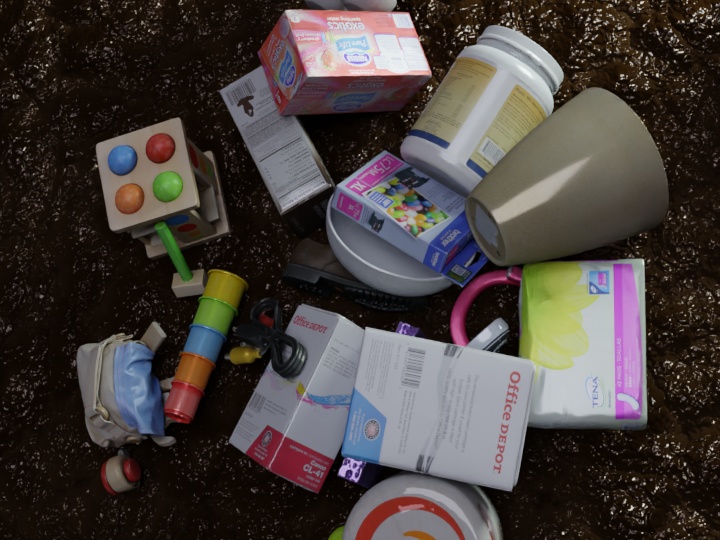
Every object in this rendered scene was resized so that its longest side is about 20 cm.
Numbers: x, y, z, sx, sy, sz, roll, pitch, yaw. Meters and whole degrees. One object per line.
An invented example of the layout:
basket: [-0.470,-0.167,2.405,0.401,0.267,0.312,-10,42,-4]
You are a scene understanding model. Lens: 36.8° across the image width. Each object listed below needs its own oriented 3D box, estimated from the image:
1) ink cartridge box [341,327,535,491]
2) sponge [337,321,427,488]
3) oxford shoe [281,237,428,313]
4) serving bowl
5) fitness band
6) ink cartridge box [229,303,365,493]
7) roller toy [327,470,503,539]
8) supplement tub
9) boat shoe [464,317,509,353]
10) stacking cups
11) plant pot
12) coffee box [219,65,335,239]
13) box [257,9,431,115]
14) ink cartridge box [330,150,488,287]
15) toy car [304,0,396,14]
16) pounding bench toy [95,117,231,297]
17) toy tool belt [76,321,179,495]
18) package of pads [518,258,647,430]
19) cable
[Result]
ink cartridge box: [0.089,0.158,1.239,0.197,0.086,0.149,11,84,4]
sponge: [0.033,0.171,1.344,0.030,0.112,0.202,20,81,17]
oxford shoe: [0.000,0.000,1.417,0.198,0.073,0.085,17,71,13]
serving bowl: [0.047,-0.034,1.382,0.197,0.066,0.201,11,40,-9]
fitness band: [0.210,0.079,1.368,0.198,0.037,0.145,25,83,18]
ink cartridge box: [-0.066,0.155,1.346,0.085,0.147,0.202,31,82,-24]
roller toy: [0.078,0.329,1.280,0.199,0.140,0.183,36,96,14]
supplement tub: [0.159,-0.196,1.392,0.144,0.144,0.201,32,84,18]
boat shoe: [0.131,0.149,1.328,0.068,0.072,0.201,41,109,15]
stacking cups: [-0.203,0.102,1.423,0.060,0.061,0.202,10,69,15]
plant pot: [0.231,-0.092,1.300,0.198,0.188,0.189,-27,71,-13]
coffee box: [-0.103,-0.159,1.457,0.079,0.114,0.202,-29,73,3]
box: [-0.020,-0.272,1.422,0.198,0.095,0.104,-8,70,-34]
ink cartridge box: [0.076,-0.068,1.352,0.199,0.042,0.119,34,43,16]
toy car: [-0.011,-0.447,1.469,0.199,0.150,0.176,19,76,48]
pounding bench toy: [-0.258,-0.075,1.446,0.123,0.156,0.203,-16,73,8]
toy tool belt: [-0.292,0.178,1.410,0.122,0.125,0.202,-19,73,16]
package of pads: [0.264,0.089,1.300,0.152,0.068,0.203,-1,78,13]
cable: [-0.106,0.090,1.375,0.097,0.050,0.199,-52,31,-16]
